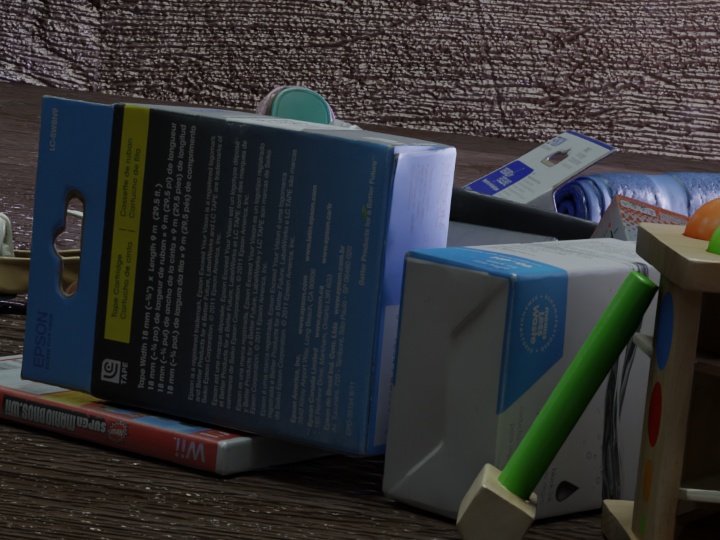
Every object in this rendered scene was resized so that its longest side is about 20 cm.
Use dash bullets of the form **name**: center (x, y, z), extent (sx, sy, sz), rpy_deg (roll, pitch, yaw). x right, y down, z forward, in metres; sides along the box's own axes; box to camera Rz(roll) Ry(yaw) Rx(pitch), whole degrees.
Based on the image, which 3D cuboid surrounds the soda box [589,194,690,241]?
- **soda box**: center (0.216, 0.028, 1.410), extent (0.199, 0.064, 0.069), rpy_deg (17, 33, -16)

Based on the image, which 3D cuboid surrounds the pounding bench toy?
- **pounding bench toy**: center (0.143, 0.048, 1.092), extent (0.199, 0.157, 0.124), rpy_deg (4, 8, -4)

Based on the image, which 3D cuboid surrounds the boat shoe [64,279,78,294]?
- **boat shoe**: center (-0.112, 0.013, 1.502), extent (0.067, 0.072, 0.200), rpy_deg (4, 4, 16)

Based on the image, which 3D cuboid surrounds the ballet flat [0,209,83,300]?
- **ballet flat**: center (-0.208, -0.009, 1.632), extent (0.199, 0.063, 0.069), rpy_deg (3, 7, -15)

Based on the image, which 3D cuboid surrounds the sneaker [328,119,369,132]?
- **sneaker**: center (0.000, 0.000, 1.443), extent (0.075, 0.105, 0.200), rpy_deg (23, 23, -30)

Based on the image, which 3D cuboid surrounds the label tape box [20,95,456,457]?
- **label tape box**: center (-0.060, -0.002, 1.237), extent (0.199, 0.145, 0.063), rpy_deg (11, 9, 31)

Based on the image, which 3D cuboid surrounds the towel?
- **towel**: center (0.198, -0.010, 1.741), extent (0.199, 0.112, 0.048), rpy_deg (-2, 11, -41)

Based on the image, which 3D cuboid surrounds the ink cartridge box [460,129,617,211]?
- **ink cartridge box**: center (0.067, -0.021, 1.645), extent (0.199, 0.047, 0.198), rpy_deg (-25, 7, 0)

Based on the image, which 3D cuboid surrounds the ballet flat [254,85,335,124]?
- **ballet flat**: center (-0.045, -0.011, 1.507), extent (0.069, 0.201, 0.071), rpy_deg (10, -32, -16)

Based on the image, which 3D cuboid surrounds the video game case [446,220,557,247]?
- **video game case**: center (-0.017, 0.017, 1.322), extent (0.199, 0.019, 0.143), rpy_deg (11, 44, 30)

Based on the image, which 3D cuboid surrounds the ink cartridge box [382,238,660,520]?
- **ink cartridge box**: center (0.103, 0.048, 1.221), extent (0.068, 0.117, 0.199), rpy_deg (13, 11, 40)

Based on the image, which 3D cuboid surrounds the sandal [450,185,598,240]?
- **sandal**: center (0.136, -0.005, 1.500), extent (0.199, 0.043, 0.076), rpy_deg (15, 1, 0)

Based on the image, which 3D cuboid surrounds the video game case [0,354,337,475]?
- **video game case**: center (-0.102, 0.067, 1.304), extent (0.199, 0.018, 0.143), rpy_deg (10, 9, 35)
